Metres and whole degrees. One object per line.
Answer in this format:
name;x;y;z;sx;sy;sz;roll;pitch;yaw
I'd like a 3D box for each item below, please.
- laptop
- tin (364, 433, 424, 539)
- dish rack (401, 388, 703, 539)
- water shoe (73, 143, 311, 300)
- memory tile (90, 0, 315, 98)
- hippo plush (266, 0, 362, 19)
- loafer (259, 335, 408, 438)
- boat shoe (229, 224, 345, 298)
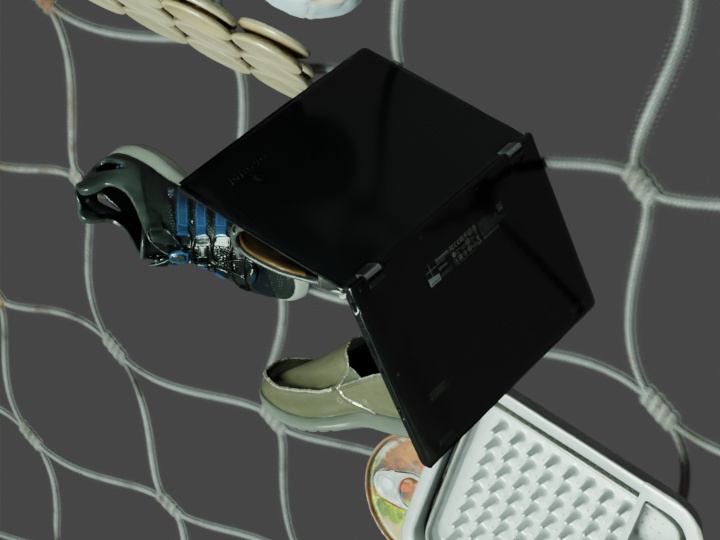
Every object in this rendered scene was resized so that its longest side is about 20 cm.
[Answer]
laptop;0.023;-0.014;1.169;0.116;0.187;0.200;0;121;46
tin;0.096;0.173;1.353;0.200;0.042;0.112;15;112;29
dish rack;0.134;0.177;1.279;0.200;0.044;0.172;32;124;20
water shoe;-0.128;-0.021;1.407;0.200;0.079;0.072;30;139;24
memory tile;-0.119;-0.168;1.229;0.200;0.017;0.153;27;176;8
hippo plush;-0.056;-0.208;1.103;0.200;0.159;0.161;29;153;-1
loafer;0.005;0.077;1.374;0.200;0.075;0.070;1;111;40
boat shoe;0.000;0.000;1.307;0.200;0.068;0.072;27;136;25
